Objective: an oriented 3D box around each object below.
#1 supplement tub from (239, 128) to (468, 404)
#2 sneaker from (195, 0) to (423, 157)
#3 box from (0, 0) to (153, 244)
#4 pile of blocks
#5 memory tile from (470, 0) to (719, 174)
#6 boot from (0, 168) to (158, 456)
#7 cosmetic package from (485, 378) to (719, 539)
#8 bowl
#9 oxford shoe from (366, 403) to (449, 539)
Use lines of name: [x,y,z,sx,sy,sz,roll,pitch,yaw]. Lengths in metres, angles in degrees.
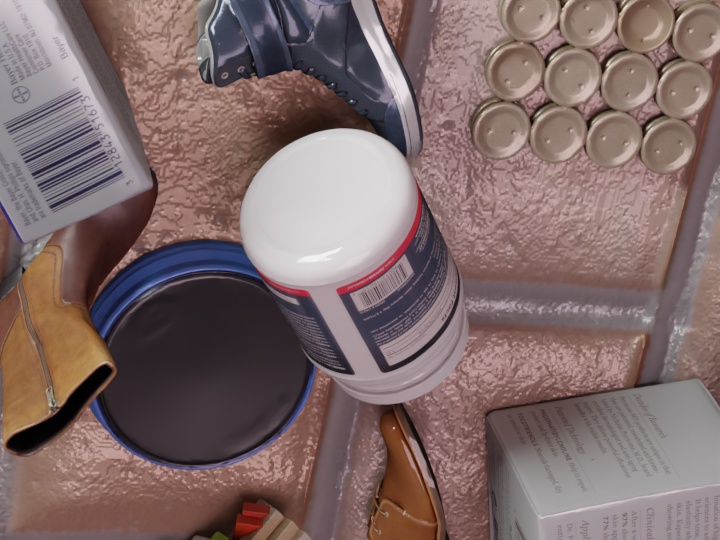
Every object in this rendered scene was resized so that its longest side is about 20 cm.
supplement tub: [0.000,0.000,1.595,0.140,0.141,0.200,-28,141,0]
sneaker: [-0.044,-0.152,1.568,0.145,0.077,0.203,-27,117,-4]
box: [-0.240,-0.150,1.449,0.104,0.200,0.185,-25,119,0]
pile of blocks: [-0.139,0.263,1.747,0.200,0.082,0.062,-38,119,6]
memory tile: [0.193,-0.156,1.666,0.198,0.017,0.154,5,114,-16]
boot: [-0.210,0.022,1.542,0.188,0.200,0.069,-39,119,7]
cosmetic package: [0.225,0.217,1.772,0.198,0.167,0.169,-8,118,-10]
bowl: [-0.129,0.074,1.681,0.199,0.039,0.202,-6,117,-12]
oxford shoe: [0.036,0.204,1.773,0.071,0.071,0.201,-13,119,-2]
